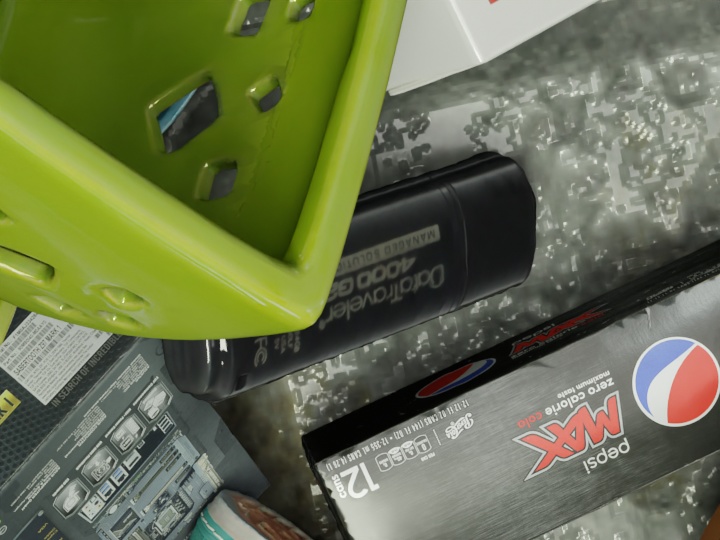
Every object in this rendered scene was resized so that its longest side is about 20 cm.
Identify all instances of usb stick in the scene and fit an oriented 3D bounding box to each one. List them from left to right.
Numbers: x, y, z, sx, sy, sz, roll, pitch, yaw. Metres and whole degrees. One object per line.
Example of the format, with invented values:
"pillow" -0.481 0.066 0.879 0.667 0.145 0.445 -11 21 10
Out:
"usb stick" 0.000 0.000 1.022 0.033 0.200 0.056 6 106 36

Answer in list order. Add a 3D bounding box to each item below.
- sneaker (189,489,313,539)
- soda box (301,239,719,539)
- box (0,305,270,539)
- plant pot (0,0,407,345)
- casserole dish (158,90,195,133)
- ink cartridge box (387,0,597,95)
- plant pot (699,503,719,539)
"sneaker" -0.008 0.169 1.069 0.080 0.071 0.200 -41 114 1
"soda box" 0.081 0.053 1.079 0.200 0.071 0.063 -25 97 -3
"box" -0.131 0.109 1.009 0.051 0.158 0.200 38 80 27
"plant pot" -0.117 -0.094 0.899 0.199 0.181 0.200 35 57 -35
"casserole dish" -0.091 -0.135 1.059 0.121 0.039 0.200 30 94 -8
"ink cartridge box" 0.035 -0.185 1.020 0.146 0.086 0.200 -31 98 -26
"plant pot" 0.208 0.132 1.066 0.200 0.140 0.200 -1 97 -5
